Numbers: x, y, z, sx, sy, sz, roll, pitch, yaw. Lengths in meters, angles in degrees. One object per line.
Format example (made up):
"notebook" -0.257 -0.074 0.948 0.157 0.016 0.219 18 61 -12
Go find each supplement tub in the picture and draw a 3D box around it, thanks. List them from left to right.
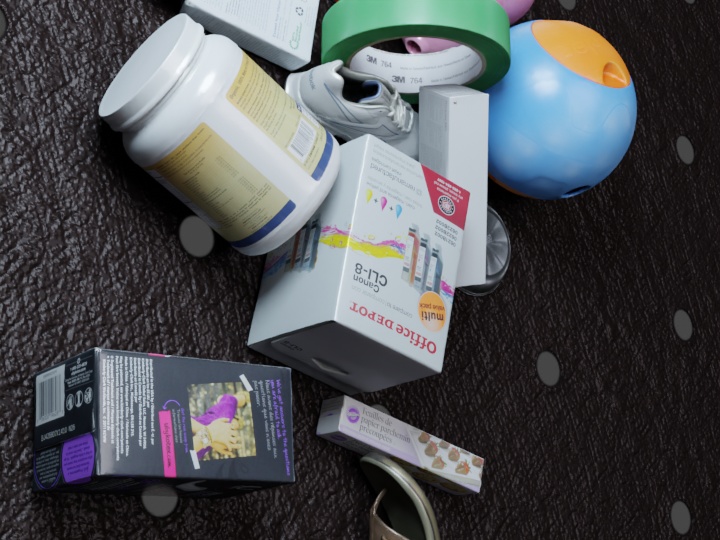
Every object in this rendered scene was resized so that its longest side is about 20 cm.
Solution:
"supplement tub" -0.131 -0.127 1.304 0.200 0.144 0.145 42 54 -24

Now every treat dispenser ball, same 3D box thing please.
"treat dispenser ball" 0.211 -0.181 1.578 0.199 0.200 0.203 13 69 -37

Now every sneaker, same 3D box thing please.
"sneaker" 0.015 -0.163 1.480 0.199 0.087 0.075 17 65 -38

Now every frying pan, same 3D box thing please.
"frying pan" 0.130 -0.067 1.593 0.114 0.031 0.193 7 76 -40

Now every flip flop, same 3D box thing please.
"flip flop" 0.041 0.278 1.391 0.057 0.081 0.202 -19 96 -28

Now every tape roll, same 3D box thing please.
"tape roll" 0.058 -0.234 1.460 0.199 0.199 0.049 12 70 -38

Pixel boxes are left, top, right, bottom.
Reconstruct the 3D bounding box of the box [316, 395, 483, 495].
"box" 0.044 0.182 1.436 0.199 0.041 0.039 28 60 -33

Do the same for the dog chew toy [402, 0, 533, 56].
"dog chew toy" 0.118 -0.309 1.593 0.125 0.124 0.200 52 58 -16

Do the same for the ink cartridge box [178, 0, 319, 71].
"ink cartridge box" -0.125 -0.333 1.437 0.199 0.040 0.202 24 63 -34

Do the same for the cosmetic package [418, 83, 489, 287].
"cosmetic package" 0.098 -0.091 1.478 0.050 0.083 0.203 -6 107 -18

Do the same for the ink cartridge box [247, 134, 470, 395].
"ink cartridge box" 0.000 0.000 1.381 0.144 0.144 0.202 26 63 -33

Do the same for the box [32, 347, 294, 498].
"box" -0.169 0.137 1.210 0.198 0.122 0.107 10 70 -39

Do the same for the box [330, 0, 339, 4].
"box" 0.059 -0.364 1.498 0.038 0.199 0.138 36 56 -27
